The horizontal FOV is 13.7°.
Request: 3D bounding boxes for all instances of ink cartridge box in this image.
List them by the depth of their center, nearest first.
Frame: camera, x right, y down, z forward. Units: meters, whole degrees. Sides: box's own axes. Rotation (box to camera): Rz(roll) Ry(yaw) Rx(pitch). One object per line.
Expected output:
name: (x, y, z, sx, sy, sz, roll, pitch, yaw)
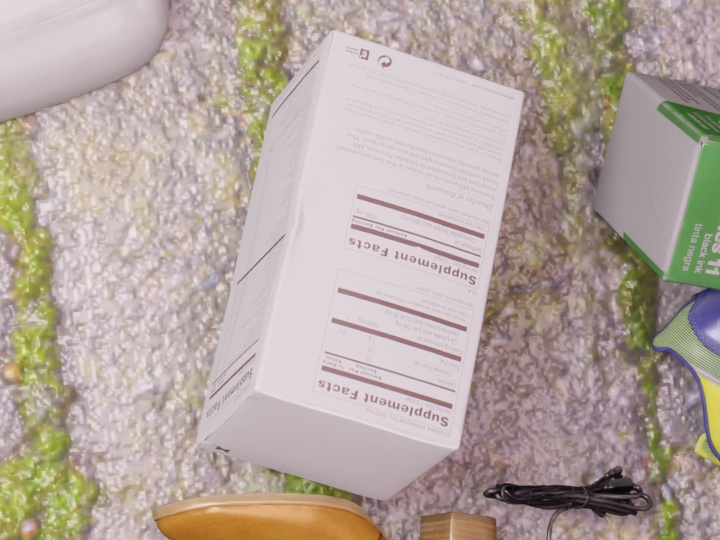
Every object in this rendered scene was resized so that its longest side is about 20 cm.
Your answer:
ink cartridge box: (0.243, -0.035, 1.595, 0.200, 0.147, 0.083, 10, 104, -14)

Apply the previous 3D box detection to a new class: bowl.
bowl: (-0.202, -0.178, 1.527, 0.200, 0.075, 0.200, -19, 90, -16)

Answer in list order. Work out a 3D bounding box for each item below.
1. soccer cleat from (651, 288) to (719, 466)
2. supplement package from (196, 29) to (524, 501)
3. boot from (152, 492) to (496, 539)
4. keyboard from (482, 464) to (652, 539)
soccer cleat: (0.232, 0.098, 1.644, 0.084, 0.065, 0.200, -29, 100, 15)
supplement package: (0.000, 0.000, 1.528, 0.109, 0.114, 0.200, 17, 68, -13)
boot: (-0.014, 0.192, 1.551, 0.201, 0.071, 0.144, 8, 78, -21)
keyboard: (0.102, 0.167, 1.580, 0.200, 0.021, 0.127, 3, 86, -37)
